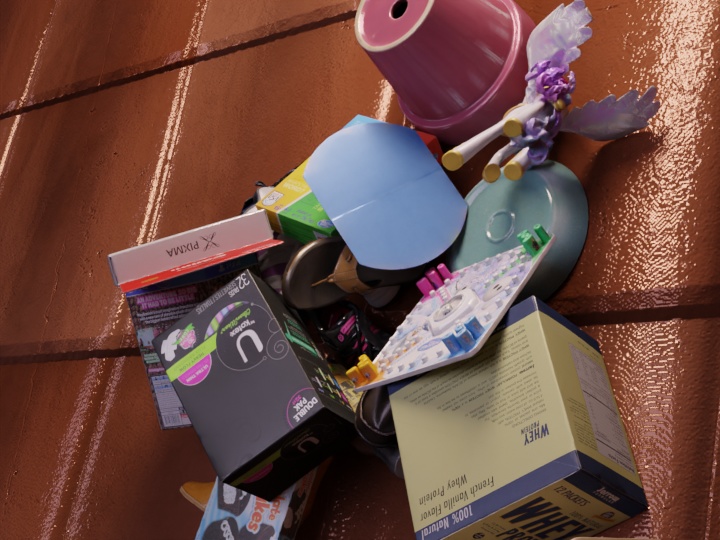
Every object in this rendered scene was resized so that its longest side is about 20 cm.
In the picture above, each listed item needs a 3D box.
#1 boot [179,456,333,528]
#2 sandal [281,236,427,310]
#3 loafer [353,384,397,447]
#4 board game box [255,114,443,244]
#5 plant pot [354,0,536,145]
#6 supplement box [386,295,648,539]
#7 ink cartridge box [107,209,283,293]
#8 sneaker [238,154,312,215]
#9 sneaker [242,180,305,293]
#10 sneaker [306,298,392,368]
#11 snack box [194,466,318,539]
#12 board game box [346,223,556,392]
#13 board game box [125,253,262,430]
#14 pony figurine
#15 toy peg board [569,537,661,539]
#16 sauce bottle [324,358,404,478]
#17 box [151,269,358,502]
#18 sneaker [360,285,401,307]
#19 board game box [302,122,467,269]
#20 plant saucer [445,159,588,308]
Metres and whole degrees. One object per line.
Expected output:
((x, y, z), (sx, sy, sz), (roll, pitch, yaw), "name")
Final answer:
((-0.126, 0.252, 1.633), (0.200, 0.071, 0.145), (17, 74, 42), "boot")
((0.000, 0.000, 1.562), (0.054, 0.198, 0.083), (13, 107, 62), "sandal")
((0.060, 0.106, 1.475), (0.073, 0.071, 0.201), (32, 70, 12), "loafer")
((-0.013, -0.111, 1.670), (0.152, 0.041, 0.200), (21, 55, 44), "board game box")
((0.096, -0.283, 1.629), (0.199, 0.178, 0.202), (-23, 52, 33), "plant pot")
((0.155, 0.176, 1.346), (0.199, 0.134, 0.201), (-33, 48, 26), "supplement box")
((-0.202, -0.026, 1.585), (0.176, 0.198, 0.045), (-174, 66, -77), "ink cartridge box")
((-0.112, -0.086, 1.792), (0.201, 0.078, 0.070), (-54, 41, 6), "sneaker")
((-0.137, -0.019, 1.725), (0.078, 0.139, 0.202), (132, 154, -71), "sneaker")
((0.002, 0.092, 1.572), (0.199, 0.084, 0.077), (33, 91, 39), "sneaker")
((-0.118, 0.261, 1.553), (0.115, 0.037, 0.202), (9, 73, 34), "snack box")
((0.095, 0.039, 1.419), (0.199, 0.026, 0.200), (-24, 21, 49), "board game box")
((-0.196, 0.090, 1.691), (0.158, 0.096, 0.202), (-10, 96, 39), "board game box")
((0.207, -0.182, 1.474), (0.192, 0.167, 0.200), (-26, 14, 48), "pony figurine")
((0.179, 0.333, 1.203), (0.199, 0.199, 0.098), (-36, 62, 24), "toy peg board")
((0.002, 0.173, 1.548), (0.200, 0.065, 0.065), (36, 94, 47), "sauce bottle")
((-0.117, 0.132, 1.503), (0.148, 0.124, 0.201), (-36, 62, 8), "box")
((-0.008, -0.046, 1.671), (0.074, 0.080, 0.201), (-43, 42, 20), "sneaker")
((0.029, -0.083, 1.572), (0.157, 0.039, 0.201), (-26, 69, -20), "board game box")
((0.170, -0.045, 1.530), (0.199, 0.036, 0.202), (-22, 54, 34), "plant saucer")
